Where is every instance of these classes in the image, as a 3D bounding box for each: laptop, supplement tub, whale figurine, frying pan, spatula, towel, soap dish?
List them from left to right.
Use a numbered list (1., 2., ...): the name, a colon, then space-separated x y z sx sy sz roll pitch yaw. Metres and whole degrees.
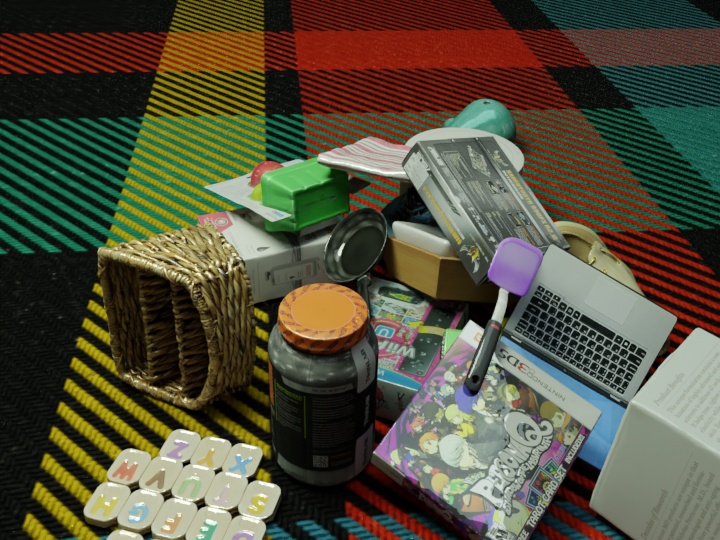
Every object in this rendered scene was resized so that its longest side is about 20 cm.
1. supplement tub: -0.040 0.125 0.866 0.119 0.204 0.124 2 34 -1
2. frying pan: 0.011 -0.014 1.076 0.115 0.031 0.190 -47 42 7
3. towel: 0.037 -0.168 1.158 0.143 0.031 0.200 11 19 18
4. soap dish: 0.142 -0.008 1.104 0.196 0.083 0.157 5 11 -31
5. whale figurine: 0.213 -0.271 1.537 0.196 0.106 0.159 -17 39 -25
6. spatula: 0.157 0.048 0.900 0.056 0.021 0.202 27 60 -1
7. laptop: 0.267 0.102 0.945 0.185 0.203 0.116 30 5 3

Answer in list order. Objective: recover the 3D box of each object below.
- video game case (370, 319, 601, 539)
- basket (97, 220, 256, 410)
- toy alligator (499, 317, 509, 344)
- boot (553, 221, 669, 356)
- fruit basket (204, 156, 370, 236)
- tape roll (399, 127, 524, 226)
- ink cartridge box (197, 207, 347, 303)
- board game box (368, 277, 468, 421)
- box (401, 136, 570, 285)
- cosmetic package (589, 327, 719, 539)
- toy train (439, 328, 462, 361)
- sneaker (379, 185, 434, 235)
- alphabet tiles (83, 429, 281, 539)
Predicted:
1. video game case: 0.138 0.180 0.853 0.180 0.036 0.200 34 62 16
2. basket: -0.214 0.069 0.940 0.146 0.204 0.143 -16 39 -29
3. toy alligator: 0.178 0.121 1.008 0.053 0.060 0.199 21 39 26
4. boot: 0.334 0.027 1.083 0.198 0.073 0.157 33 26 -28
5. fruit basket: -0.111 -0.120 1.191 0.183 0.096 0.198 -23 25 -34
6. tape roll: 0.163 -0.130 1.300 0.197 0.142 0.204 2 34 -1
7. ink cartridge box: -0.133 -0.033 1.193 0.196 0.084 0.147 -13 36 -21
8. board game box: 0.046 0.101 1.028 0.144 0.066 0.201 13 36 18
9. box: 0.164 -0.085 1.038 0.156 0.049 0.202 -10 61 -41
10. cosmetic package: 0.374 0.202 0.799 0.198 0.169 0.166 32 44 32
11. toy train: 0.110 0.158 0.916 0.055 0.042 0.204 5 57 8
12. sneaker: 0.079 -0.097 1.158 0.089 0.199 0.079 6 51 -62
13. alphabet tiles: -0.188 0.249 0.846 0.195 0.015 0.197 10 36 11
